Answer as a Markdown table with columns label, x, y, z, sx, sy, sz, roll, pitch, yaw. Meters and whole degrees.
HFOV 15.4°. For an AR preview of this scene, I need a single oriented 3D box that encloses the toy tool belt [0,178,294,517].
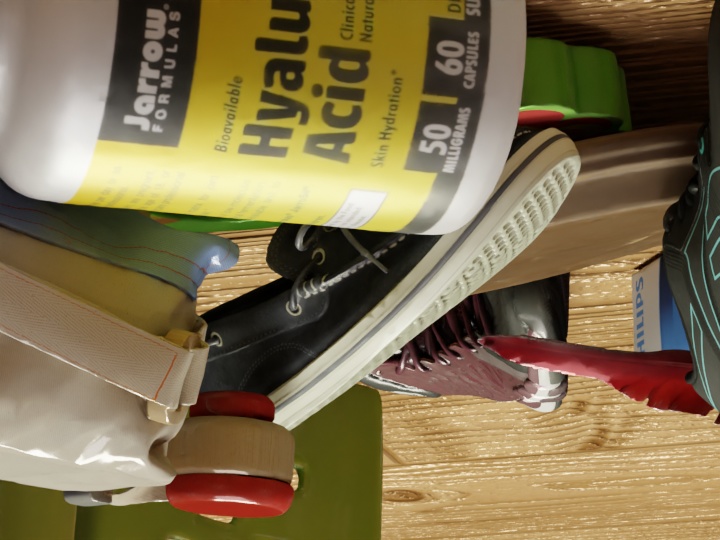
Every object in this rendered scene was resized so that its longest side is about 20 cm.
| label | x | y | z | sx | sy | sz | roll | pitch | yaw |
| --- | --- | --- | --- | --- | --- | --- | --- | --- | --- |
| toy tool belt | -0.096 | 0.009 | 0.902 | 0.199 | 0.124 | 0.124 | 16 | 162 | -42 |

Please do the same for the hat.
| label | x | y | z | sx | sy | sz | roll | pitch | yaw |
| --- | --- | --- | --- | --- | --- | --- | --- | --- | --- |
| hat | 0.204 | 0.028 | 1.145 | 0.200 | 0.176 | 0.166 | -36 | -179 | -34 |

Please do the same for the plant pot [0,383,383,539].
| label | x | y | z | sx | sy | sz | roll | pitch | yaw |
| --- | --- | --- | --- | --- | --- | --- | --- | --- | --- |
| plant pot | -0.120 | 0.140 | 1.114 | 0.181 | 0.200 | 0.200 | 17 | 157 | -37 |

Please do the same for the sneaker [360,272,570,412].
| label | x | y | z | sx | sy | sz | roll | pitch | yaw |
| --- | --- | --- | --- | --- | --- | --- | --- | --- | --- |
| sneaker | 0.040 | 0.030 | 1.254 | 0.115 | 0.076 | 0.200 | 1 | 164 | 3 |

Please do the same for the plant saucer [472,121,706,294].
| label | x | y | z | sx | sy | sz | roll | pitch | yaw |
| --- | --- | --- | --- | --- | --- | --- | --- | --- | --- |
| plant saucer | 0.067 | -0.018 | 1.065 | 0.199 | 0.030 | 0.200 | -13 | 173 | -2 |

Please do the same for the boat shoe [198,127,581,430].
| label | x | y | z | sx | sy | sz | roll | pitch | yaw |
| --- | --- | --- | --- | --- | --- | --- | --- | --- | --- |
| boat shoe | 0.000 | 0.000 | 0.951 | 0.074 | 0.062 | 0.200 | -29 | 173 | -48 |

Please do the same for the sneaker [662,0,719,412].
| label | x | y | z | sx | sy | sz | roll | pitch | yaw |
| --- | --- | --- | --- | --- | --- | --- | --- | --- | --- |
| sneaker | 0.140 | -0.020 | 0.963 | 0.075 | 0.201 | 0.079 | -28 | -147 | -33 |

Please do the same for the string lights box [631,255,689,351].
| label | x | y | z | sx | sy | sz | roll | pitch | yaw |
| --- | --- | --- | --- | --- | --- | --- | --- | --- | --- |
| string lights box | 0.211 | 0.006 | 1.207 | 0.102 | 0.059 | 0.200 | 6 | 162 | -20 |

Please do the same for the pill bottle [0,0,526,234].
| label | x | y | z | sx | sy | sz | roll | pitch | yaw |
| --- | --- | --- | --- | --- | --- | --- | --- | --- | --- |
| pill bottle | -0.057 | -0.073 | 0.833 | 0.199 | 0.112 | 0.111 | 4 | 163 | -18 |

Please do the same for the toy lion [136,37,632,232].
| label | x | y | z | sx | sy | sz | roll | pitch | yaw |
| --- | --- | --- | --- | --- | --- | --- | --- | --- | --- |
| toy lion | -0.004 | -0.049 | 1.022 | 0.191 | 0.069 | 0.199 | 4 | 165 | -42 |
